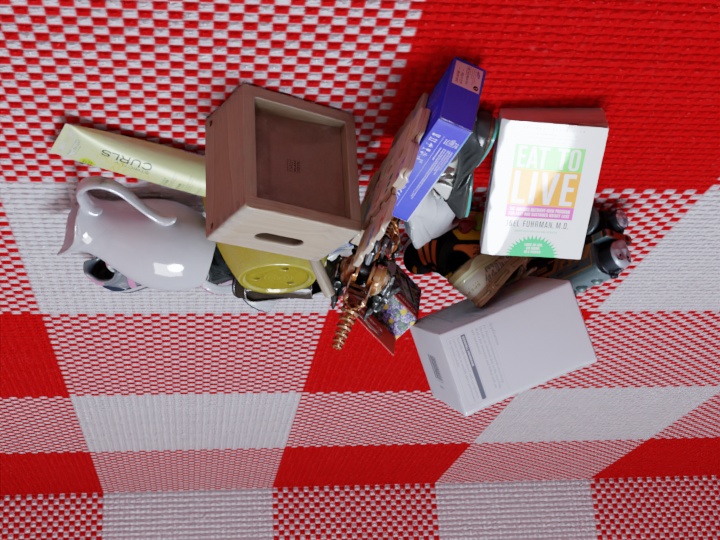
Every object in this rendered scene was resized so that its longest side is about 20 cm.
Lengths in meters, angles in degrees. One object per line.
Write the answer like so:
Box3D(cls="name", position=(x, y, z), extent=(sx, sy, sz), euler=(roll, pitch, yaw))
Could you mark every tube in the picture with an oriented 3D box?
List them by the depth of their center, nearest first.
Box3D(cls="tube", position=(-0.277, -0.137, 1.399), extent=(0.199, 0.052, 0.058), euler=(14, 112, -26))

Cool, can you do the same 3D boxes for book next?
Box3D(cls="book", position=(0.227, -0.108, 1.428), extent=(0.132, 0.048, 0.201), euler=(2, 127, -1))

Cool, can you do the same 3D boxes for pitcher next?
Box3D(cls="pitcher", position=(-0.291, -0.054, 1.515), extent=(0.198, 0.122, 0.172), euler=(16, 150, -14))

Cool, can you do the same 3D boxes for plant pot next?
Box3D(cls="plant pot", position=(-0.113, -0.053, 1.499), extent=(0.198, 0.143, 0.200), euler=(-2, 158, -1))

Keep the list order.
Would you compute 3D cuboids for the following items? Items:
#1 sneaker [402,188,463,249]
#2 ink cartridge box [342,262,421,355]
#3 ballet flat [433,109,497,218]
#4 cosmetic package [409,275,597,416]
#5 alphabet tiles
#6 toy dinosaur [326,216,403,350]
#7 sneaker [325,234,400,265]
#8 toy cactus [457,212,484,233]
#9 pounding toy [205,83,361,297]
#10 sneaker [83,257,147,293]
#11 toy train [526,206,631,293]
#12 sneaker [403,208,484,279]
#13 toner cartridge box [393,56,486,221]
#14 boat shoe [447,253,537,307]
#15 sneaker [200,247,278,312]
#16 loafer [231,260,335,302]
Box3D(cls="sneaker", position=(0.089, -0.099, 1.539), extent=(0.086, 0.075, 0.200), euler=(-21, 160, 5))
Box3D(cls="ink cartridge box", position=(0.034, 0.038, 1.651), extent=(0.050, 0.109, 0.200), euler=(-42, -171, 15))
Box3D(cls="ballet flat", position=(0.122, -0.139, 1.441), extent=(0.068, 0.068, 0.201), euler=(8, 147, -2))
Box3D(cls="cosmetic package", position=(0.194, 0.098, 1.591), extent=(0.198, 0.124, 0.199), euler=(-20, -175, -9))
Box3D(cls="alphabet tiles", position=(0.033, -0.108, 1.333), extent=(0.014, 0.197, 0.200), euler=(22, 153, -9))
Box3D(cls="toy dinosaur", position=(0.000, 0.000, 1.449), extent=(0.102, 0.200, 0.136), euler=(41, 162, 6))
Box3D(cls="sneaker", position=(-0.045, -0.057, 1.622), extent=(0.198, 0.076, 0.088), euler=(-9, 140, 9))
Box3D(cls="toy cactus", position=(0.245, -0.092, 1.560), extent=(0.164, 0.103, 0.199), euler=(-8, 165, -47))
Box3D(cls="pounding toy", position=(-0.085, -0.089, 1.360), extent=(0.199, 0.186, 0.142), euler=(11, 154, -32))
Box3D(cls="sneaker", position=(-0.326, -0.014, 1.659), extent=(0.199, 0.071, 0.082), euler=(-23, 154, 37))
Box3D(cls="toy train", position=(0.320, -0.018, 1.686), extent=(0.085, 0.115, 0.199), euler=(13, 153, -37))
Box3D(cls="sneaker", position=(0.121, -0.018, 1.688), extent=(0.069, 0.091, 0.200), euler=(7, 155, -24))
Box3D(cls="toner cartridge box", position=(0.082, -0.149, 1.326), extent=(0.043, 0.096, 0.200), euler=(22, 148, -8))
Box3D(cls="boat shoe", position=(0.193, 0.007, 1.593), extent=(0.199, 0.063, 0.073), euler=(-22, 160, -52))
Box3D(cls="sneaker", position=(-0.179, -0.009, 1.715), extent=(0.086, 0.081, 0.199), euler=(-39, 145, 23))
Box3D(cls="loafer", position=(-0.096, 0.008, 1.685), extent=(0.199, 0.071, 0.074), euler=(-13, 122, -30))
